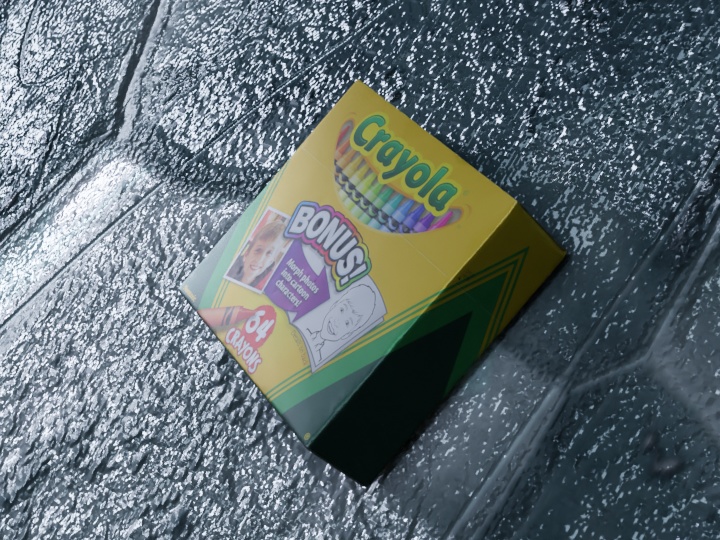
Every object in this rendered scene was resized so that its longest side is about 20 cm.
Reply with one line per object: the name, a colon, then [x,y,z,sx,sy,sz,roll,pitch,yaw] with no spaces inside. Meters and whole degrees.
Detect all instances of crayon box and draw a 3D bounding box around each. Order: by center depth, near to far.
crayon box: [0.000,0.000,1.003,0.173,0.058,0.200,-50,37,3]
